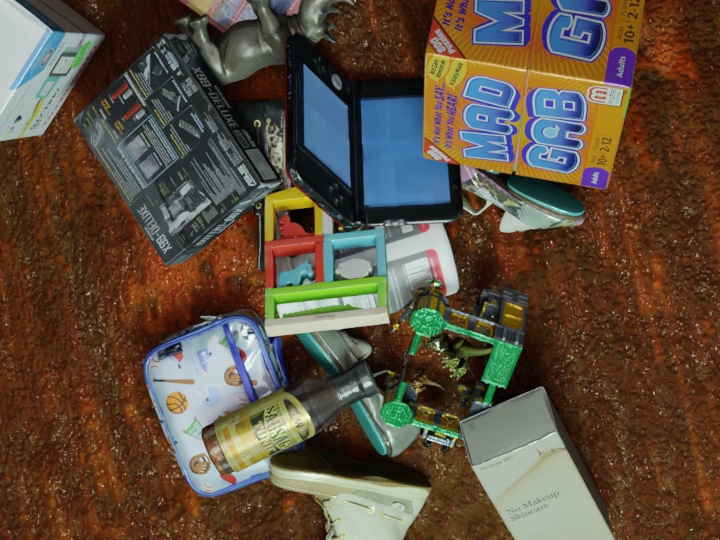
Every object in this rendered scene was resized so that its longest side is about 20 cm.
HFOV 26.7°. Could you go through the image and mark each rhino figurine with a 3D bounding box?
[{"bbox_3d":[-0.100,-0.264,1.669,0.198,0.060,0.088,-17,114,9],"label":"rhino figurine"}]

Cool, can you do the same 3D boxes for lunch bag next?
[{"bbox_3d":[-0.152,0.146,1.741,0.159,0.076,0.202,-20,95,8],"label":"lunch bag"}]

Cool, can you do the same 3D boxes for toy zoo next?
[{"bbox_3d":[-0.037,-0.027,1.608,0.130,0.021,0.201,-7,55,6],"label":"toy zoo"}]

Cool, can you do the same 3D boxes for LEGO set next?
[{"bbox_3d":[0.105,0.087,1.664,0.152,0.116,0.201,10,125,4],"label":"LEGO set"}]

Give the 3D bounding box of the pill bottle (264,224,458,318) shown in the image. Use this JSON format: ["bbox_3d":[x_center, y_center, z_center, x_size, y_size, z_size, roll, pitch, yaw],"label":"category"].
[{"bbox_3d":[0.000,0.000,1.664,0.198,0.111,0.112,-17,95,-2],"label":"pill bottle"}]

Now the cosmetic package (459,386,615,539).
[{"bbox_3d":[0.194,0.231,1.652,0.103,0.073,0.201,-24,129,10],"label":"cosmetic package"}]

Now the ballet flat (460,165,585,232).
[{"bbox_3d":[0.151,-0.086,1.677,0.199,0.069,0.072,29,118,8],"label":"ballet flat"}]

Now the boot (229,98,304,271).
[{"bbox_3d":[-0.138,-0.104,1.708,0.149,0.073,0.202,11,107,12],"label":"boot"}]

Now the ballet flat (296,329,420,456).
[{"bbox_3d":[-0.002,0.118,1.729,0.063,0.067,0.201,-35,92,-17],"label":"ballet flat"}]

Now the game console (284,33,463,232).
[{"bbox_3d":[0.012,-0.153,1.606,0.118,0.172,0.201,-22,50,26],"label":"game console"}]

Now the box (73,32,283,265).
[{"bbox_3d":[-0.201,-0.131,1.655,0.157,0.050,0.201,-38,81,25],"label":"box"}]

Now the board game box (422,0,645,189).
[{"bbox_3d":[0.179,-0.232,1.543,0.198,0.200,0.201,10,65,7],"label":"board game box"}]

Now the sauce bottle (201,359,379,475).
[{"bbox_3d":[-0.076,0.158,1.672,0.199,0.066,0.066,-28,93,4],"label":"sauce bottle"}]

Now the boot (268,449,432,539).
[{"bbox_3d":[-0.029,0.289,1.713,0.198,0.072,0.156,13,104,-27],"label":"boot"}]

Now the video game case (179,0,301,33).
[{"bbox_3d":[-0.143,-0.347,1.705,0.199,0.017,0.143,36,100,2],"label":"video game case"}]

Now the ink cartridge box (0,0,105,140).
[{"bbox_3d":[-0.399,-0.243,1.662,0.146,0.200,0.147,36,101,1],"label":"ink cartridge box"}]
